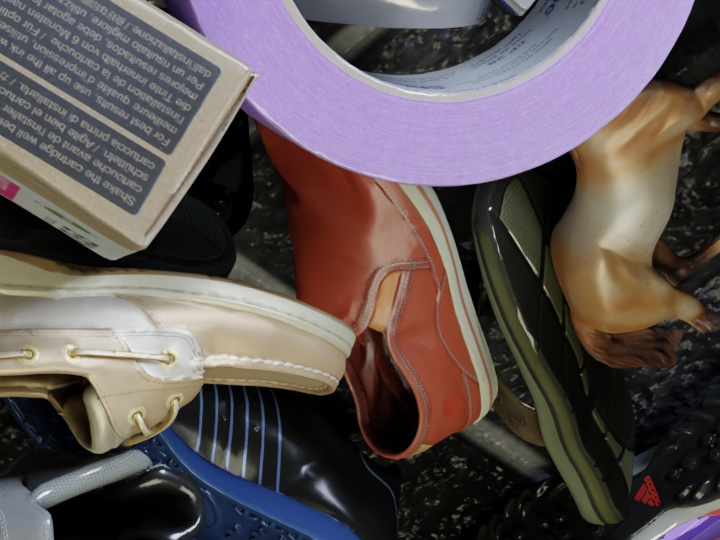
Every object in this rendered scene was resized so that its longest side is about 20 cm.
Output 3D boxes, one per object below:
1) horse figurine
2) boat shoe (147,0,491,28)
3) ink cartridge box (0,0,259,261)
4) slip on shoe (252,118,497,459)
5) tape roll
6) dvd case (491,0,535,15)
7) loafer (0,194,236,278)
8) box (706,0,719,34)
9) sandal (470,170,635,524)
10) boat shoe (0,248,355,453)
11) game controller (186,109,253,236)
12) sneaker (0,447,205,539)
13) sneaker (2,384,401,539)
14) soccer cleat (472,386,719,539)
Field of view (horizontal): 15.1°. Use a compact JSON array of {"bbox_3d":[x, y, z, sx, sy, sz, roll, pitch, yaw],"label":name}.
[{"bbox_3d":[0.127,-0.032,1.170,0.132,0.050,0.200,-8,121,-23],"label":"horse figurine"},{"bbox_3d":[-0.046,-0.134,1.047,0.200,0.072,0.069,6,101,2],"label":"boat shoe"},{"bbox_3d":[-0.133,-0.075,0.962,0.165,0.200,0.075,32,84,-6],"label":"ink cartridge box"},{"bbox_3d":[0.000,0.000,1.155,0.061,0.074,0.200,-43,128,-27],"label":"slip on shoe"},{"bbox_3d":[0.024,-0.134,0.994,0.200,0.066,0.200,-3,100,-15],"label":"tape roll"},{"bbox_3d":[0.030,-0.208,0.936,0.200,0.025,0.150,41,87,-17],"label":"dvd case"},{"bbox_3d":[-0.150,-0.013,1.088,0.200,0.072,0.063,17,127,-21],"label":"loafer"},{"bbox_3d":[0.209,-0.104,1.032,0.106,0.200,0.122,1,133,-12],"label":"box"},{"bbox_3d":[0.078,0.042,1.229,0.057,0.080,0.201,1,133,24],"label":"sandal"},{"bbox_3d":[-0.100,0.036,1.047,0.200,0.069,0.074,8,165,-15],"label":"boat shoe"},{"bbox_3d":[-0.145,-0.045,1.124,0.200,0.042,0.104,-8,134,-5],"label":"game controller"},{"bbox_3d":[-0.106,0.106,1.112,0.115,0.075,0.200,-14,179,20],"label":"sneaker"},{"bbox_3d":[-0.070,0.074,1.238,0.200,0.078,0.070,36,134,-11],"label":"sneaker"},{"bbox_3d":[0.141,0.121,1.325,0.200,0.068,0.073,-33,144,20],"label":"soccer cleat"}]
